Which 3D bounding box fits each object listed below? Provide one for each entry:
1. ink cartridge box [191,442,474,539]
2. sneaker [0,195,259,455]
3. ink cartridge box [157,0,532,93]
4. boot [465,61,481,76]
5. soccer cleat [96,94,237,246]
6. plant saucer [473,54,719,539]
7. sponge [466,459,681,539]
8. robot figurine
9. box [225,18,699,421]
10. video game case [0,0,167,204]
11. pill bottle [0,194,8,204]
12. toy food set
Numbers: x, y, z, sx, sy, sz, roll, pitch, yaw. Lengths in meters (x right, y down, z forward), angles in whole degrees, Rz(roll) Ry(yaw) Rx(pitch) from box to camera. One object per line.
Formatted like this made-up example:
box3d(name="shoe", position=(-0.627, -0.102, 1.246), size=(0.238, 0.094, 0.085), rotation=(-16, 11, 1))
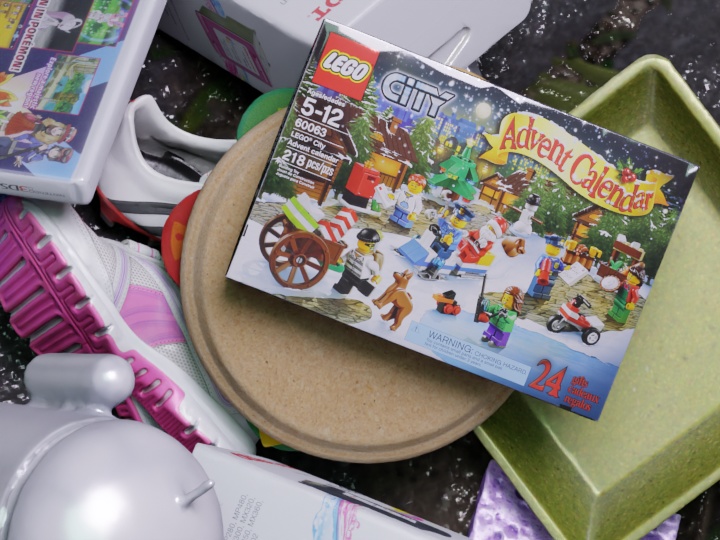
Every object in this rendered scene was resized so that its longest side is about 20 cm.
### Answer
box3d(name="ink cartridge box", position=(0.010, 0.161, 1.110), size=(0.199, 0.146, 0.083), rotation=(21, 87, 16))
box3d(name="sneaker", position=(-0.116, 0.025, 1.199), size=(0.200, 0.081, 0.088), rotation=(51, 54, -20))
box3d(name="ink cartridge box", position=(-0.023, -0.173, 1.248), size=(0.144, 0.085, 0.200), rotation=(-42, 51, -18))
box3d(name="boot", position=(0.045, -0.036, 1.267), size=(0.095, 0.074, 0.201), rotation=(-22, 80, 10))
box3d(name="soccer cleat", position=(-0.056, -0.026, 1.228), size=(0.199, 0.085, 0.069), rotation=(29, 48, 7))
box3d(name="plant saucer", position=(0.139, 0.022, 1.187), size=(0.199, 0.048, 0.200), rotation=(-38, 87, 10))
box3d(name="sponge", position=(0.094, 0.211, 1.193), size=(0.111, 0.030, 0.201), rotation=(17, 69, 0))
box3d(name="robot figurine", position=(-0.141, 0.122, 1.031), size=(0.113, 0.200, 0.170), rotation=(10, 85, -44))
box3d(name="box", position=(0.049, -0.025, 1.107), size=(0.199, 0.038, 0.137), rotation=(21, 95, -4))
box3d(name="video game case", position=(-0.201, -0.126, 1.173), size=(0.181, 0.023, 0.201), rotation=(8, 52, 10))
box3d(name="pill bottle", position=(-0.230, -0.050, 1.209), size=(0.112, 0.112, 0.200), rotation=(30, 70, 5))
box3d(name="toy food set", position=(0.000, 0.000, 1.152), size=(0.197, 0.049, 0.201), rotation=(-13, 97, 0))
